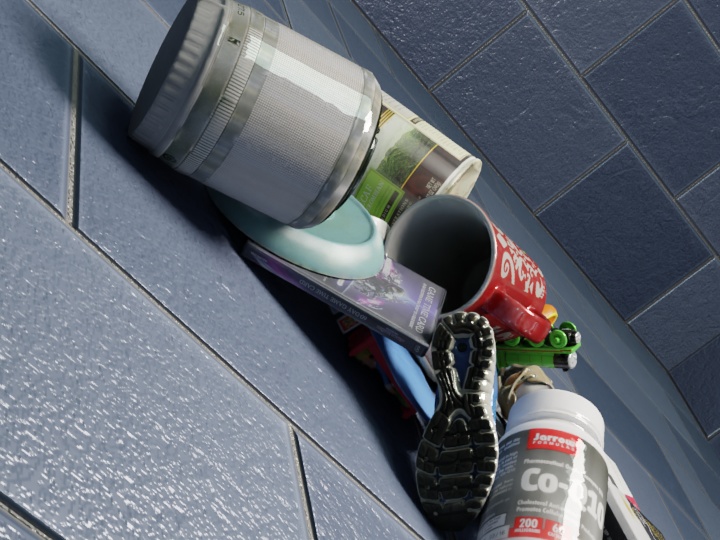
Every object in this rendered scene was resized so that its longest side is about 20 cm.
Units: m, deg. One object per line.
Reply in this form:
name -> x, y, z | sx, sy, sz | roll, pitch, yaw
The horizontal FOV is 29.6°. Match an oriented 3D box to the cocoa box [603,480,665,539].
cocoa box -> 0.258, 0.339, 1.337 | 0.131, 0.133, 0.201 | 42, 16, -39

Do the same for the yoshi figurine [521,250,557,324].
yoshi figurine -> 0.166, 0.022, 1.744 | 0.200, 0.112, 0.112 | 44, -9, 27

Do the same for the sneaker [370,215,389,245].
sneaker -> 0.000, 0.000, 1.532 | 0.073, 0.083, 0.200 | 13, -13, 13

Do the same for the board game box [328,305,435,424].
board game box -> 0.024, 0.095, 1.389 | 0.201, 0.039, 0.158 | 63, 10, 31

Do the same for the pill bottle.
pill bottle -> 0.171, 0.214, 1.265 | 0.114, 0.113, 0.201 | 46, 37, -25

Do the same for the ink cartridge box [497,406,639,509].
ink cartridge box -> 0.257, 0.255, 1.678 | 0.200, 0.083, 0.146 | 45, 15, -32

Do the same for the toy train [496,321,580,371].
toy train -> 0.170, 0.089, 1.618 | 0.042, 0.198, 0.057 | -30, 116, -53

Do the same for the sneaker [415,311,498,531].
sneaker -> 0.101, 0.146, 1.284 | 0.089, 0.078, 0.202 | 53, 42, -66

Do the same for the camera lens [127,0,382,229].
camera lens -> -0.091, -0.142, 1.235 | 0.198, 0.161, 0.160 | 25, 21, -18

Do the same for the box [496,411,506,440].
box -> 0.167, 0.228, 1.464 | 0.200, 0.046, 0.160 | 49, 11, -49

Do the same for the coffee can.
coffee can -> 0.023, -0.127, 1.607 | 0.199, 0.147, 0.146 | 36, 10, 11

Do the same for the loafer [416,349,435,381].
loafer -> 0.100, 0.091, 1.537 | 0.072, 0.062, 0.200 | 64, 5, 24

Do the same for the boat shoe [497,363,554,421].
boat shoe -> 0.181, 0.145, 1.482 | 0.069, 0.074, 0.200 | 54, -4, -1

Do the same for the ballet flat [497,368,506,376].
ballet flat -> 0.152, 0.129, 1.697 | 0.069, 0.067, 0.200 | 60, 9, -22

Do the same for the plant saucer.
plant saucer -> -0.059, -0.062, 1.359 | 0.198, 0.028, 0.201 | 25, 25, -12

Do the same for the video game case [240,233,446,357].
video game case -> -0.012, 0.003, 1.339 | 0.199, 0.019, 0.143 | 31, 23, -2

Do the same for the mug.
mug -> 0.130, 0.027, 1.500 | 0.200, 0.133, 0.179 | 27, 38, -61
